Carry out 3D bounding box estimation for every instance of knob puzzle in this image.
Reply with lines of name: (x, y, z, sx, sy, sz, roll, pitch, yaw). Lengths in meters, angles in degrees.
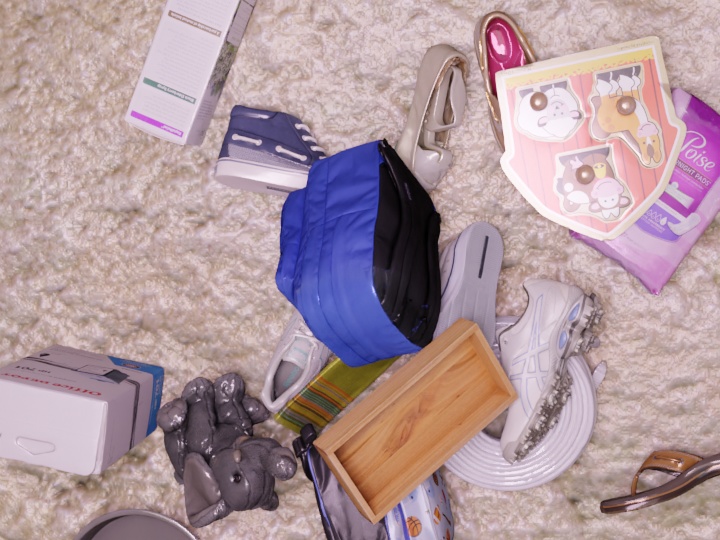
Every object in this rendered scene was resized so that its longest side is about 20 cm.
knob puzzle: (0.244, -0.130, 1.203, 0.218, 0.030, 0.222, 1, 94, 8)

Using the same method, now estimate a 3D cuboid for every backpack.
backpack: (0.000, 0.000, 1.200, 0.167, 0.162, 0.201, -20, 52, 27)
backpack: (0.020, 0.251, 1.255, 0.153, 0.191, 0.202, -11, 87, 2)

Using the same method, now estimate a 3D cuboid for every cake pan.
cake pan: (-0.263, 0.381, 1.376, 0.198, 0.037, 0.202, 1, 94, 7)

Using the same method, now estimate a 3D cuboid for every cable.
cable: (0.166, 0.152, 1.288, 0.198, 0.069, 0.202, 15, 96, 6)

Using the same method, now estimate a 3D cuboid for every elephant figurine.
elephant figurine: (-0.143, 0.221, 1.265, 0.141, 0.156, 0.200, -33, 46, -6)

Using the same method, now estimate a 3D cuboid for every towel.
towel: (-0.007, 0.116, 1.301, 0.200, 0.086, 0.018, -43, 57, 7)

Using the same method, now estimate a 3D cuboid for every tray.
tray: (0.057, 0.149, 1.147, 0.200, 0.037, 0.099, -38, 113, -15)

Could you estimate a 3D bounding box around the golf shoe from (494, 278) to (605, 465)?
golf shoe: (0.181, 0.104, 1.223, 0.097, 0.078, 0.201, 25, 93, 24)

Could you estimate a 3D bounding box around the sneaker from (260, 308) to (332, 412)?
sneaker: (-0.054, 0.076, 1.306, 0.070, 0.080, 0.201, 26, 96, 6)

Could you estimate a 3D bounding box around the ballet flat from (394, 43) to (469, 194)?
ballet flat: (0.079, -0.151, 1.271, 0.069, 0.069, 0.202, 13, 96, 6)

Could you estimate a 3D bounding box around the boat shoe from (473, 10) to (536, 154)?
boat shoe: (0.171, -0.190, 1.261, 0.073, 0.069, 0.201, -21, 91, 8)

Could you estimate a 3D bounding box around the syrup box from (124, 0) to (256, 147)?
syrup box: (-0.190, -0.246, 1.297, 0.081, 0.079, 0.201, 24, 97, 4)

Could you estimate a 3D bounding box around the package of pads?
package of pads: (0.331, -0.086, 1.247, 0.120, 0.076, 0.201, 35, 98, 1)

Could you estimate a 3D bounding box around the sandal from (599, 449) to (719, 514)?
sandal: (0.354, 0.218, 1.269, 0.199, 0.082, 0.055, -28, 74, 10)

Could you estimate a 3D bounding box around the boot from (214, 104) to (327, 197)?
boot: (-0.061, -0.128, 1.298, 0.198, 0.073, 0.091, 13, 77, -5)

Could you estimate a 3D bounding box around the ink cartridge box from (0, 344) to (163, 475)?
ink cartridge box: (-0.321, 0.152, 1.283, 0.145, 0.200, 0.087, 11, 96, 6)

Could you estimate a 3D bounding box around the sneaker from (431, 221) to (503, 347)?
sneaker: (0.109, 0.044, 1.252, 0.073, 0.071, 0.201, 27, 61, -13)
